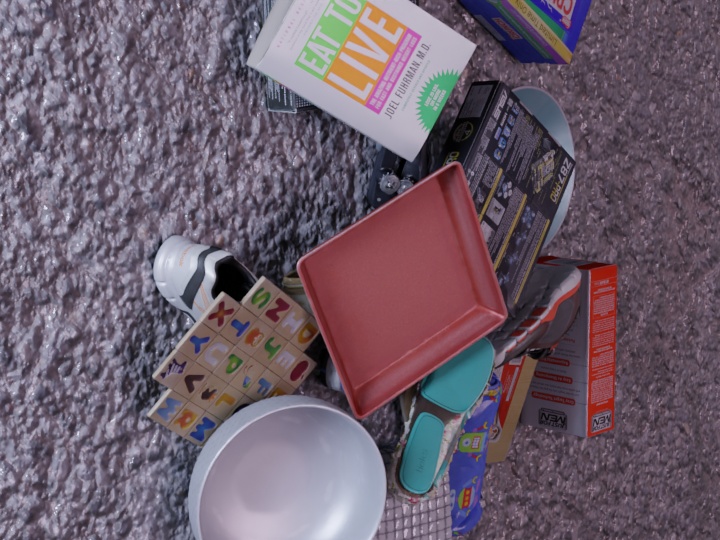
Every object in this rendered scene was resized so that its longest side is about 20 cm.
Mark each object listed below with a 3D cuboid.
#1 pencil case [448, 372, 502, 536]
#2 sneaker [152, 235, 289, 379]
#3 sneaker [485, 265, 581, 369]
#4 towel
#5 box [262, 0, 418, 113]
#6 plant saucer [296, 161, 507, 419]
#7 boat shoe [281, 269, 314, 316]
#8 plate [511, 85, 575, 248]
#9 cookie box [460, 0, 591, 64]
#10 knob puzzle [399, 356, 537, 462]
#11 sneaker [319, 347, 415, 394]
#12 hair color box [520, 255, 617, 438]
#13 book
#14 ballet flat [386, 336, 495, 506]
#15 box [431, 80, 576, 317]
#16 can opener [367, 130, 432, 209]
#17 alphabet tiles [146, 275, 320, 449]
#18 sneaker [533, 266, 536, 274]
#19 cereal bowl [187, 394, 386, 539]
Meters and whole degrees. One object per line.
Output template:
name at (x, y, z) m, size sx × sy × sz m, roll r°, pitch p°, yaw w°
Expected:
pencil case at (0.106, 0.195, 1.806) m, size 0.086 × 0.078 × 0.201 m, roll -1°, pitch 112°, yaw -18°
sneaker at (-0.116, 0.046, 1.564) m, size 0.200 × 0.080 × 0.074 m, roll 50°, pitch 58°, yaw -42°
sneaker at (0.193, 0.070, 1.822) m, size 0.200 × 0.077 × 0.082 m, roll -37°, pitch 119°, yaw -40°
towel at (0.011, 0.283, 1.738) m, size 0.165 × 0.085 × 0.201 m, roll -7°, pitch 96°, yaw -40°
box at (-0.018, -0.268, 1.649) m, size 0.193 × 0.047 × 0.201 m, roll -15°, pitch 108°, yaw -48°
plant saucer at (0.038, 0.016, 1.629) m, size 0.199 × 0.037 × 0.200 m, roll -32°, pitch 124°, yaw -18°
boat shoe at (0.000, 0.000, 1.690) m, size 0.200 × 0.073 × 0.063 m, roll -32°, pitch 121°, yaw -40°
plate at (0.184, -0.114, 1.915) m, size 0.200 × 0.025 × 0.202 m, roll -8°, pitch 101°, yaw -48°
cookie box at (0.199, -0.360, 1.856) m, size 0.171 × 0.075 × 0.201 m, roll 36°, pitch 70°, yaw -46°
knob puzzle at (0.113, 0.132, 1.860) m, size 0.219 × 0.030 × 0.221 m, roll -20°, pitch 123°, yaw -34°
sneaker at (0.049, 0.081, 1.743) m, size 0.200 × 0.077 × 0.076 m, roll -35°, pitch 136°, yaw -35°
hair color box at (0.247, 0.089, 1.960) m, size 0.061 × 0.101 × 0.201 m, roll -9°, pitch 104°, yaw -47°
book at (0.002, -0.209, 1.593) m, size 0.199 × 0.048 × 0.134 m, roll 27°, pitch 92°, yaw -32°
ballet flat at (0.076, 0.153, 1.701) m, size 0.075 × 0.064 × 0.201 m, roll 31°, pitch 66°, yaw -3°
box at (0.142, -0.076, 1.751) m, size 0.161 × 0.049 × 0.201 m, roll 39°, pitch 66°, yaw -37°
can opener at (0.053, -0.150, 1.705) m, size 0.079 × 0.063 × 0.201 m, roll -90°, pitch -168°, yaw -61°
alphabet tiles at (-0.115, 0.093, 1.556) m, size 0.167 × 0.006 × 0.200 m, roll -50°, pitch 148°, yaw -2°
sneaker at (0.132, 0.012, 1.838) m, size 0.200 × 0.074 × 0.083 m, roll 20°, pitch 80°, yaw -48°
cereal bowl at (-0.078, 0.212, 1.605) m, size 0.199 × 0.083 × 0.201 m, roll -7°, pitch 107°, yaw -22°
